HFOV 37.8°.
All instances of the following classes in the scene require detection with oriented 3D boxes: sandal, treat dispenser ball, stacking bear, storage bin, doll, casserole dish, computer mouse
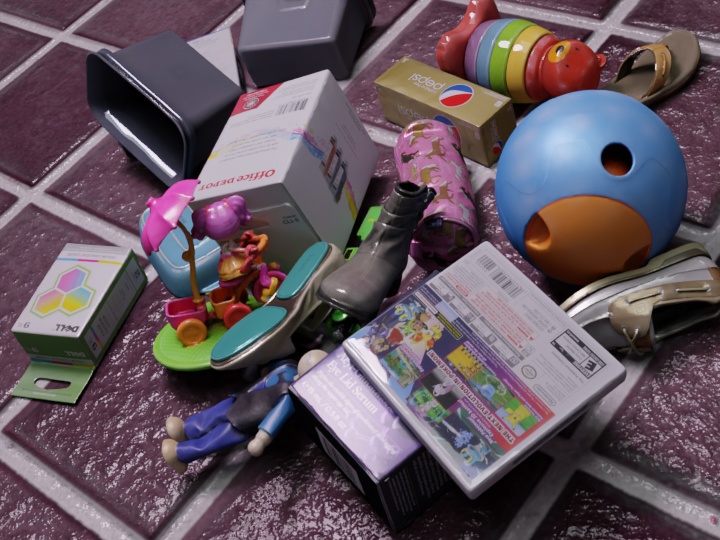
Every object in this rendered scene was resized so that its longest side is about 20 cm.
[{"bbox_3d":[0.354,-0.248,1.324,0.199,0.054,0.080,-37,45,-15],"label":"sandal"},{"bbox_3d":[0.240,-0.085,1.101,0.197,0.202,0.203,-11,44,10],"label":"treat dispenser ball"},{"bbox_3d":[0.216,-0.267,1.350,0.198,0.114,0.122,24,68,39],"label":"stacking bear"},{"bbox_3d":[-0.260,-0.225,1.444,0.200,0.146,0.134,41,55,18],"label":"storage bin"},{"bbox_3d":[-0.110,0.143,1.084,0.198,0.049,0.137,-29,26,12],"label":"doll"},{"bbox_3d":[-0.220,-0.045,1.356,0.120,0.039,0.200,-30,43,-11],"label":"casserole dish"},{"bbox_3d":[-0.090,-0.360,1.554,0.197,0.146,0.136,-3,56,18],"label":"storage bin"},{"bbox_3d":[-0.045,0.104,1.146,0.197,0.034,0.059,-2,46,18],"label":"computer mouse"}]

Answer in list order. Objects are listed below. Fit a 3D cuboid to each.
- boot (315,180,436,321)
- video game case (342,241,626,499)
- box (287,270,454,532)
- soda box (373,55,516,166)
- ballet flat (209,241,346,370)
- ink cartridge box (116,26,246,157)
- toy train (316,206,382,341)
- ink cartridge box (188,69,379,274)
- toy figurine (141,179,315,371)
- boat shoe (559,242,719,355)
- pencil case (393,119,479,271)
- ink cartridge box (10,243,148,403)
[{"bbox_3d":[0.020,-0.031,1.090,0.067,0.132,0.200,25,17,9],"label":"boot"},{"bbox_3d":[0.109,0.083,0.965,0.181,0.023,0.200,-34,54,-14],"label":"video game case"},{"bbox_3d":[0.055,0.124,1.028,0.199,0.105,0.148,-38,52,-17],"label":"box"},{"bbox_3d":[0.109,-0.210,1.370,0.064,0.068,0.199,-41,47,-20],"label":"soda box"},{"bbox_3d":[-0.078,0.053,1.139,0.069,0.070,0.200,23,58,36],"label":"ballet flat"},{"bbox_3d":[-0.272,-0.272,1.592,0.195,0.044,0.202,-17,46,3],"label":"ink cartridge box"},{"bbox_3d":[0.000,0.000,1.228,0.056,0.042,0.201,0,47,34],"label":"toy train"},{"bbox_3d":[-0.089,-0.112,1.277,0.143,0.145,0.202,-8,43,31],"label":"ink cartridge box"},{"bbox_3d":[-0.162,-0.014,1.175,0.197,0.187,0.151,-16,26,-4],"label":"toy figurine"},{"bbox_3d":[0.272,0.046,1.052,0.198,0.075,0.069,-29,51,4],"label":"boat shoe"},{"bbox_3d":[0.088,-0.093,1.256,0.082,0.086,0.202,-36,36,28],"label":"pencil case"},{"bbox_3d":[-0.353,0.060,1.286,0.102,0.060,0.202,4,49,23],"label":"ink cartridge box"}]
